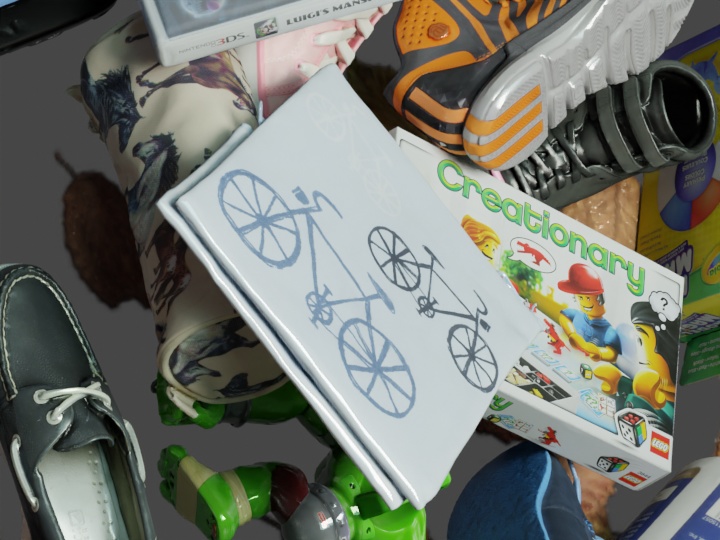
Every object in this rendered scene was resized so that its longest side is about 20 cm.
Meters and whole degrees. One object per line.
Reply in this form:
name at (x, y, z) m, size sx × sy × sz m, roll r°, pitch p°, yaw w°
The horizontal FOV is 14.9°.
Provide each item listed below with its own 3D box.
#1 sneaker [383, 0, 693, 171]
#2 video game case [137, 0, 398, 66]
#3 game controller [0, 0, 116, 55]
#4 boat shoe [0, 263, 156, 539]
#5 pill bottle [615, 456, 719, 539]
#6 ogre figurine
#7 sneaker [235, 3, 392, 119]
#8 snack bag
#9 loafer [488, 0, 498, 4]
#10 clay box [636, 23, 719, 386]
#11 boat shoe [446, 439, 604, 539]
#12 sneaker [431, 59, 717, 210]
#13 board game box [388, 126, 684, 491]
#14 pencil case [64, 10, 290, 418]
sneaker at (0.090, -0.140, 1.490) m, size 0.200 × 0.112 × 0.078 m, roll -36°, pitch 140°, yaw -31°
video game case at (-0.041, -0.204, 1.402) m, size 0.181 × 0.023 × 0.200 m, roll -17°, pitch 54°, yaw -6°
game controller at (-0.214, -0.148, 1.366) m, size 0.200 × 0.042 × 0.105 m, roll -27°, pitch 92°, yaw -36°
boat shoe at (-0.139, 0.088, 1.338) m, size 0.075 × 0.060 × 0.200 m, roll -15°, pitch 86°, yaw -35°
pill bottle at (0.162, 0.200, 1.471) m, size 0.200 × 0.111 × 0.111 m, roll -42°, pitch 101°, yaw -33°
ogre figurine at (-0.021, 0.129, 1.381) m, size 0.120 × 0.098 × 0.200 m, roll -20°, pitch 70°, yaw -27°
sneaker at (-0.006, -0.149, 1.443) m, size 0.104 × 0.075 × 0.201 m, roll 5°, pitch 81°, yaw 14°
snack bag at (0.000, 0.000, 1.333) m, size 0.189 × 0.021 × 0.200 m, roll 51°, pitch 32°, yaw -7°
loafer at (0.058, -0.185, 1.545) m, size 0.200 × 0.070 × 0.070 m, roll 19°, pitch 26°, yaw -20°
clay box at (0.209, -0.042, 1.566) m, size 0.048 × 0.115 × 0.201 m, roll 19°, pitch 67°, yaw -27°
boat shoe at (0.089, 0.158, 1.417) m, size 0.069 × 0.084 × 0.200 m, roll 48°, pitch 18°, yaw -18°
sneaker at (0.115, -0.068, 1.521) m, size 0.200 × 0.099 × 0.071 m, roll -26°, pitch 94°, yaw -33°
board game box at (0.083, 0.022, 1.452) m, size 0.200 × 0.035 × 0.127 m, roll 26°, pitch 52°, yaw -25°
pencil case at (-0.083, -0.031, 1.357) m, size 0.078 × 0.089 × 0.200 m, roll 20°, pitch 44°, yaw -47°
